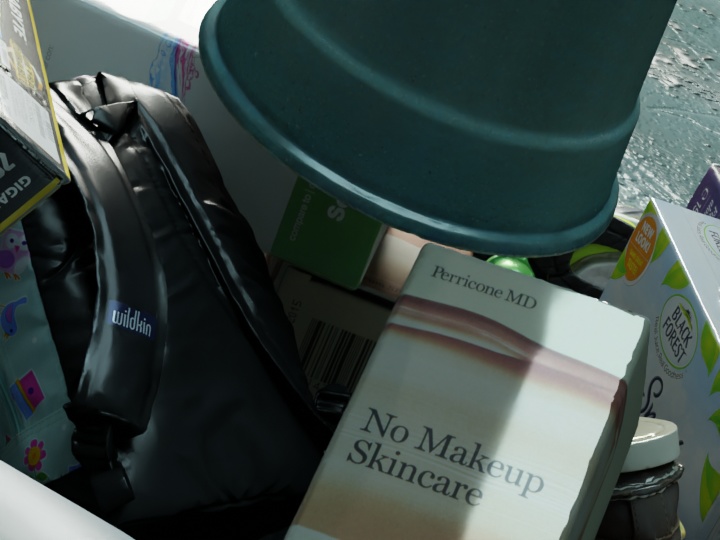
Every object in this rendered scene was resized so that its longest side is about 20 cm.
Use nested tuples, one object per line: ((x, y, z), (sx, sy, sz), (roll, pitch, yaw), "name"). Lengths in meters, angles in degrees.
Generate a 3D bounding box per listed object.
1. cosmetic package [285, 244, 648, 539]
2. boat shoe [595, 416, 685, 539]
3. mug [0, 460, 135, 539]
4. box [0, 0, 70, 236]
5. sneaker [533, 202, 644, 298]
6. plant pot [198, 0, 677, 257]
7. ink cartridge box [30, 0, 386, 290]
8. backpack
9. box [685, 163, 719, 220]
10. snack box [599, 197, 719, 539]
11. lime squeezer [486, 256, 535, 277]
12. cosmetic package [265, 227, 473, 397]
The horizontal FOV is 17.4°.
((0.033, 0.103, 0.911), (0.103, 0.088, 0.201), (17, 58, 12), "cosmetic package")
((0.092, 0.098, 1.089), (0.071, 0.060, 0.200), (-11, 4, -19), "boat shoe")
((-0.168, 0.117, 0.781), (0.153, 0.150, 0.186), (35, 19, 35), "mug")
((-0.213, -0.029, 0.941), (0.049, 0.200, 0.160), (44, 13, -35), "box")
((0.200, 0.006, 1.404), (0.199, 0.074, 0.081), (27, 23, -2), "sneaker")
((0.057, -0.145, 0.983), (0.199, 0.197, 0.201), (19, 30, -11), "plant pot")
((-0.065, -0.089, 1.127), (0.199, 0.084, 0.145), (23, 26, 2), "ink cartridge box")
((-0.109, 0.021, 0.981), (0.166, 0.126, 0.201), (0, 63, -54), "backpack")
((0.218, 0.066, 1.219), (0.104, 0.149, 0.200), (16, 27, -20), "box")
((0.154, 0.077, 1.144), (0.053, 0.143, 0.200), (17, 27, -18), "snack box")
((0.082, 0.015, 1.256), (0.037, 0.071, 0.201), (10, 52, -8), "lime squeezer")
((0.000, 0.000, 1.206), (0.103, 0.088, 0.200), (20, 26, -8), "cosmetic package")
